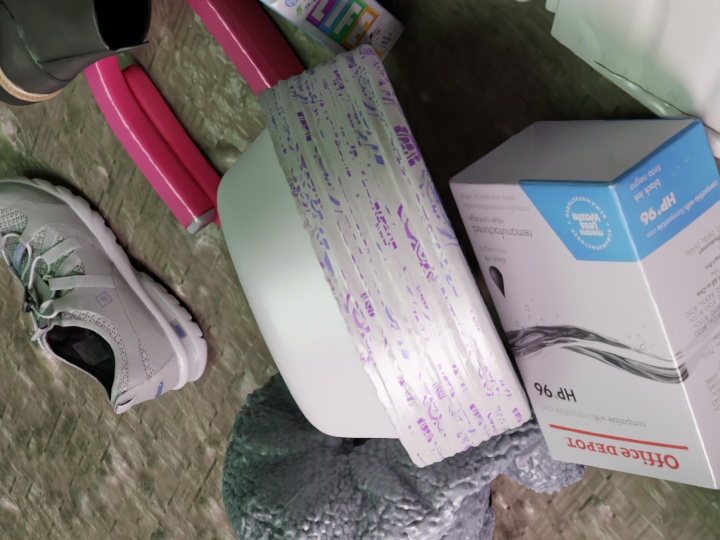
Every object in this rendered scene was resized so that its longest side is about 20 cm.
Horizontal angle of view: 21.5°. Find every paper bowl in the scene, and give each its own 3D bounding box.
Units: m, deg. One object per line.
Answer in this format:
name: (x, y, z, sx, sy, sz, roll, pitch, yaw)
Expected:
paper bowl: (0.000, 0.000, 0.929, 0.201, 0.104, 0.202, -23, -90, -88)

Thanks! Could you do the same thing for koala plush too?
koala plush: (0.020, 0.149, 1.063, 0.177, 0.184, 0.201, 24, 144, 34)

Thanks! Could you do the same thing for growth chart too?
growth chart: (0.146, -0.121, 0.841, 0.200, 0.018, 0.145, 43, 140, 16)

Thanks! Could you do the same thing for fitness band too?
fitness band: (-0.090, -0.099, 1.093, 0.201, 0.037, 0.144, 53, 142, 2)

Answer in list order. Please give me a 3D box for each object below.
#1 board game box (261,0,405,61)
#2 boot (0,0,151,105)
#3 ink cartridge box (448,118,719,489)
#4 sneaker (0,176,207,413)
board game box: (-0.080, -0.179, 0.957, 0.200, 0.134, 0.034, 38, 96, 21)
boot: (-0.170, -0.202, 1.052, 0.138, 0.077, 0.202, -9, 97, 53)
ink cartridge box: (0.132, 0.032, 0.911, 0.116, 0.068, 0.201, 5, 123, 53)
sneaker: (-0.192, 0.012, 1.244, 0.200, 0.082, 0.075, 39, 139, 21)
